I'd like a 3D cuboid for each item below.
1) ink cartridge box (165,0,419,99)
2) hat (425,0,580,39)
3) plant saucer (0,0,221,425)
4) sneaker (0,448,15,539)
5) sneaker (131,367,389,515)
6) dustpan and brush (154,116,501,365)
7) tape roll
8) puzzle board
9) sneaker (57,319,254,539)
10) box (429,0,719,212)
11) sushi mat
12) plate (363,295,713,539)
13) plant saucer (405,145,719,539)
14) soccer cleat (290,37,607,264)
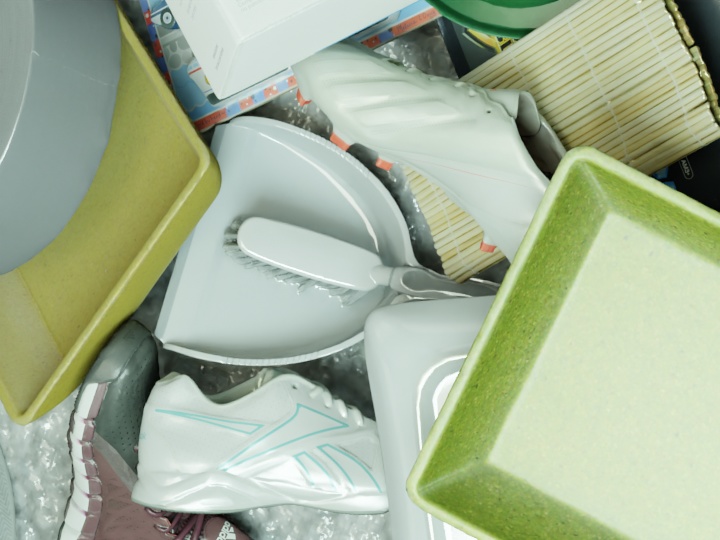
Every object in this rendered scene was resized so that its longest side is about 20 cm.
[{"bbox_3d":[-0.057,-0.211,1.387,0.128,0.125,0.201,-27,85,-11],"label":"ink cartridge box"},{"bbox_3d":[0.049,-0.212,1.366,0.165,0.176,0.201,-19,87,22],"label":"hat"},{"bbox_3d":[-0.159,-0.043,1.585,0.200,0.048,0.200,-52,46,21],"label":"plant saucer"},{"bbox_3d":[-0.286,0.112,1.692,0.115,0.074,0.201,-30,73,28],"label":"sneaker"},{"bbox_3d":[-0.023,0.093,1.520,0.199,0.070,0.081,2,86,-10],"label":"sneaker"},{"bbox_3d":[0.000,0.000,1.530,0.199,0.057,0.140,16,78,-1],"label":"dustpan and brush"},{"bbox_3d":[-0.223,-0.099,1.587,0.200,0.066,0.202,-16,67,42],"label":"tape roll"},{"bbox_3d":[-0.050,-0.176,1.538,0.199,0.017,0.152,-23,80,37],"label":"puzzle board"},{"bbox_3d":[-0.104,0.120,1.584,0.115,0.076,0.201,24,136,12],"label":"sneaker"},{"bbox_3d":[0.136,-0.102,1.466,0.158,0.046,0.201,-23,86,27],"label":"box"},{"bbox_3d":[0.098,-0.074,1.444,0.200,0.012,0.096,-31,81,40],"label":"sushi mat"},{"bbox_3d":[0.106,0.108,1.430,0.199,0.032,0.201,-7,94,13],"label":"plate"},{"bbox_3d":[0.152,0.067,1.371,0.199,0.048,0.201,28,103,9],"label":"plant saucer"},{"bbox_3d":[0.049,-0.074,1.436,0.200,0.069,0.078,39,119,18],"label":"soccer cleat"}]
